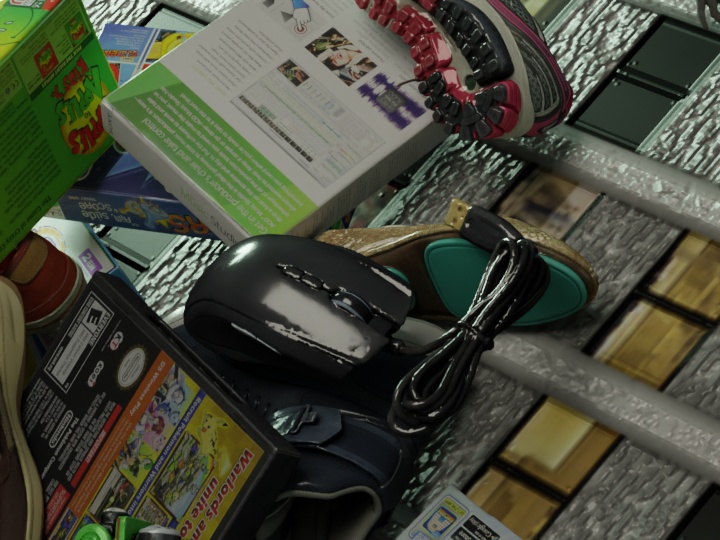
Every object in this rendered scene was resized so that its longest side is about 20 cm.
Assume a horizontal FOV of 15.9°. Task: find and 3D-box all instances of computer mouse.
[{"bbox_3d":[0.000,0.000,1.362,0.199,0.046,0.141,21,58,41],"label":"computer mouse"}]

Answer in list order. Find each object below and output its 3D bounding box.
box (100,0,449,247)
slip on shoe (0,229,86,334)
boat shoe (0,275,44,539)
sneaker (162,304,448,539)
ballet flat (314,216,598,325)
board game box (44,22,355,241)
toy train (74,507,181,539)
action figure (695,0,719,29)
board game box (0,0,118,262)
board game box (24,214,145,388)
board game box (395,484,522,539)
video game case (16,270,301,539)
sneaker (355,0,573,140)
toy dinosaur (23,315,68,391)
[{"bbox_3d":[-0.034,-0.102,1.530,0.200,0.036,0.144,-37,66,-25],"label":"box"},{"bbox_3d":[-0.255,-0.005,1.570,0.199,0.061,0.074,6,57,37],"label":"slip on shoe"},{"bbox_3d":[-0.220,0.093,1.395,0.072,0.072,0.202,-16,69,36],"label":"boat shoe"},{"bbox_3d":[-0.055,0.091,1.404,0.201,0.077,0.147,1,50,32],"label":"sneaker"},{"bbox_3d":[0.045,-0.006,1.444,0.199,0.071,0.065,-2,36,26],"label":"ballet flat"},{"bbox_3d":[-0.088,-0.083,1.584,0.199,0.035,0.136,8,55,20],"label":"board game box"},{"bbox_3d":[-0.119,0.219,1.297,0.056,0.042,0.202,-3,77,26],"label":"toy train"},{"bbox_3d":[0.223,-0.184,1.469,0.198,0.103,0.119,-1,4,-19],"label":"action figure"},{"bbox_3d":[-0.221,-0.069,1.495,0.047,0.102,0.200,9,45,35],"label":"board game box"},{"bbox_3d":[-0.247,0.032,1.607,0.200,0.040,0.153,-37,42,-3],"label":"board game box"},{"bbox_3d":[0.038,0.228,1.242,0.199,0.043,0.200,-42,43,-10],"label":"board game box"},{"bbox_3d":[-0.137,0.131,1.380,0.181,0.025,0.201,41,104,40],"label":"video game case"},{"bbox_3d":[0.053,-0.157,1.511,0.081,0.074,0.201,-44,60,38],"label":"sneaker"},{"bbox_3d":[-0.160,0.094,1.467,0.102,0.077,0.201,-40,36,16],"label":"toy dinosaur"}]
